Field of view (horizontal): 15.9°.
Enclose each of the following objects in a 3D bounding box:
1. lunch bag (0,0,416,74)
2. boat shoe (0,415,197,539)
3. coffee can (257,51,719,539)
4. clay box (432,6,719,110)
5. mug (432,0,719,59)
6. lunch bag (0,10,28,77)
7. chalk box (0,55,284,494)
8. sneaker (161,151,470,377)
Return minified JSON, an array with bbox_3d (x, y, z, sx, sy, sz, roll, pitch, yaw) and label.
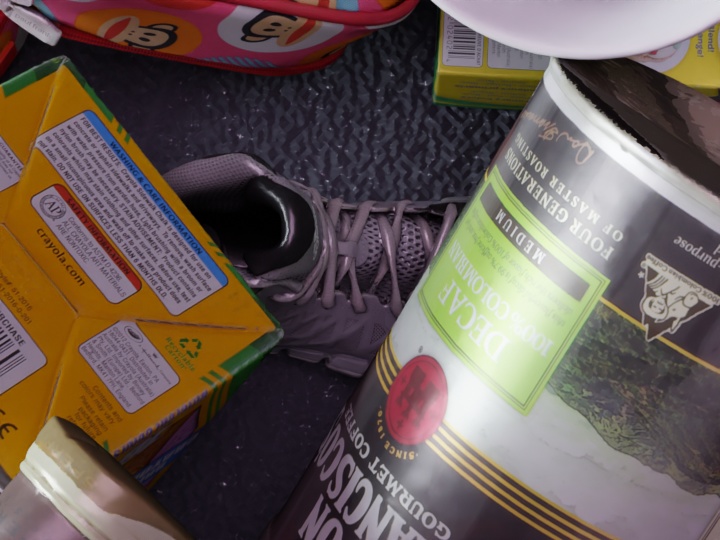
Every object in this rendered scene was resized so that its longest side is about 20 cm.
[{"bbox_3d":[-0.066,-0.177,0.915,0.176,0.082,0.200,7,74,-28],"label":"lunch bag"},{"bbox_3d":[-0.063,0.117,0.788,0.066,0.201,0.072,-41,51,-7],"label":"boat shoe"},{"bbox_3d":[0.075,0.048,0.844,0.146,0.146,0.200,32,106,5],"label":"coffee can"},{"bbox_3d":[0.129,-0.116,0.962,0.200,0.048,0.115,4,77,-1],"label":"clay box"},{"bbox_3d":[0.104,-0.168,0.846,0.200,0.175,0.148,-8,110,10],"label":"mug"},{"bbox_3d":[-0.215,-0.071,0.937,0.176,0.082,0.200,36,79,1],"label":"lunch bag"},{"bbox_3d":[-0.141,0.047,0.874,0.124,0.200,0.125,-34,82,-40],"label":"chalk box"},{"bbox_3d":[0.000,0.000,0.904,0.200,0.116,0.075,2,79,0],"label":"sneaker"}]
